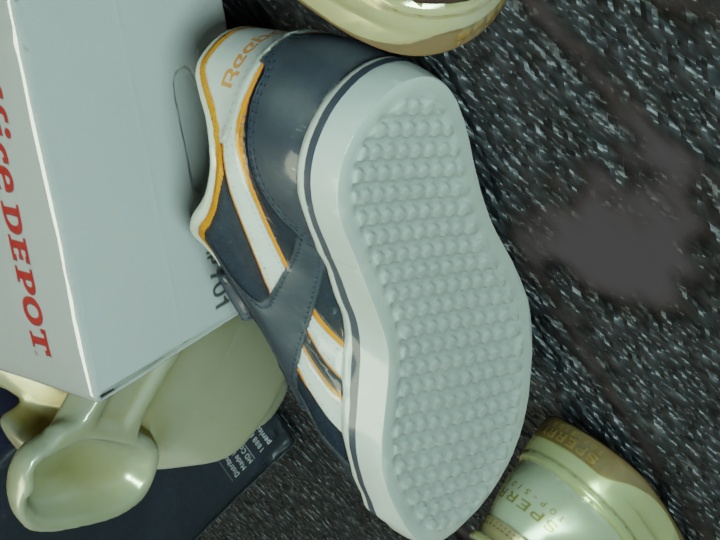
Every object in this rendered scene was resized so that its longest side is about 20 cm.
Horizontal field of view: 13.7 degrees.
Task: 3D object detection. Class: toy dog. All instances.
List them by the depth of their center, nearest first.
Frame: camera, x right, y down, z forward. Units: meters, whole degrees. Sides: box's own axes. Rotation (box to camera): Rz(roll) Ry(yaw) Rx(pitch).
[{"bbox_3d":[-0.127,-0.012,1.190,0.200,0.140,0.193,35,-162,28],"label":"toy dog"}]

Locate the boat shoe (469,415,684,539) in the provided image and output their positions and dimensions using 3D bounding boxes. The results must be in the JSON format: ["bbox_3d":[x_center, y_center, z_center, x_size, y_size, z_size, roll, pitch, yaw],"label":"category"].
[{"bbox_3d":[0.094,0.134,1.072,0.073,0.063,0.200,26,156,49],"label":"boat shoe"}]

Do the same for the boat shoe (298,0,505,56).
[{"bbox_3d":[-0.044,-0.130,0.730,0.199,0.072,0.072,35,154,6],"label":"boat shoe"}]

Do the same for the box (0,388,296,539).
[{"bbox_3d":[-0.175,0.076,1.370,0.200,0.198,0.123,26,157,48],"label":"box"}]

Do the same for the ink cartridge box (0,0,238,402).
[{"bbox_3d":[-0.138,-0.057,0.998,0.199,0.086,0.147,16,126,42],"label":"ink cartridge box"}]

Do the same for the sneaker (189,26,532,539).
[{"bbox_3d":[0.000,0.000,0.948,0.079,0.078,0.201,28,147,34],"label":"sneaker"}]
